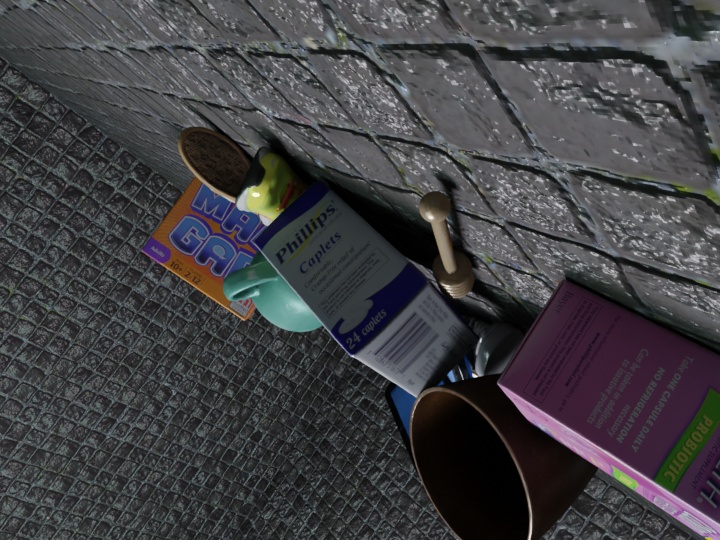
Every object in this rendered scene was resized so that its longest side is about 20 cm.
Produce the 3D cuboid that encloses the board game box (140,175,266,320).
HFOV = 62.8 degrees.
[{"bbox_3d":[-0.224,-0.052,1.043,0.200,0.200,0.200,35,174,-5],"label":"board game box"}]

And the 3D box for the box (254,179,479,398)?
[{"bbox_3d":[0.011,0.023,0.662,0.200,0.105,0.184,45,-179,36],"label":"box"}]

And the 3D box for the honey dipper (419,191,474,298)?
[{"bbox_3d":[0.071,-0.020,0.501,0.038,0.038,0.200,32,173,22],"label":"honey dipper"}]

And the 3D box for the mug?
[{"bbox_3d":[-0.080,0.009,0.836,0.152,0.185,0.114,45,143,-6],"label":"mug"}]

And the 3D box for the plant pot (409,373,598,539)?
[{"bbox_3d":[0.190,0.188,0.665,0.187,0.200,0.187,35,132,49],"label":"plant pot"}]

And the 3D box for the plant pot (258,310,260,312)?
[{"bbox_3d":[-0.190,-0.001,1.429,0.200,0.200,0.175,31,156,32],"label":"plant pot"}]

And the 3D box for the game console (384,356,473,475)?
[{"bbox_3d":[0.086,0.155,0.854,0.200,0.118,0.171,-119,6,-60],"label":"game console"}]

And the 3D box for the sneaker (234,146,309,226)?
[{"bbox_3d":[-0.082,-0.084,0.702,0.090,0.078,0.200,26,178,8],"label":"sneaker"}]

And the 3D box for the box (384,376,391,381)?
[{"bbox_3d":[0.109,0.158,1.127,0.164,0.086,0.200,37,153,-21],"label":"box"}]

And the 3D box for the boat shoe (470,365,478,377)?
[{"bbox_3d":[0.205,0.142,0.893,0.200,0.071,0.063,46,142,26],"label":"boat shoe"}]

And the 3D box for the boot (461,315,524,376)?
[{"bbox_3d":[0.157,0.097,0.782,0.096,0.074,0.200,46,169,28],"label":"boot"}]

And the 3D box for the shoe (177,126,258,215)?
[{"bbox_3d":[-0.173,-0.126,0.818,0.200,0.070,0.053,37,165,-37],"label":"shoe"}]

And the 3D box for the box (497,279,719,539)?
[{"bbox_3d":[0.228,0.120,0.453,0.200,0.097,0.176,30,172,32],"label":"box"}]
